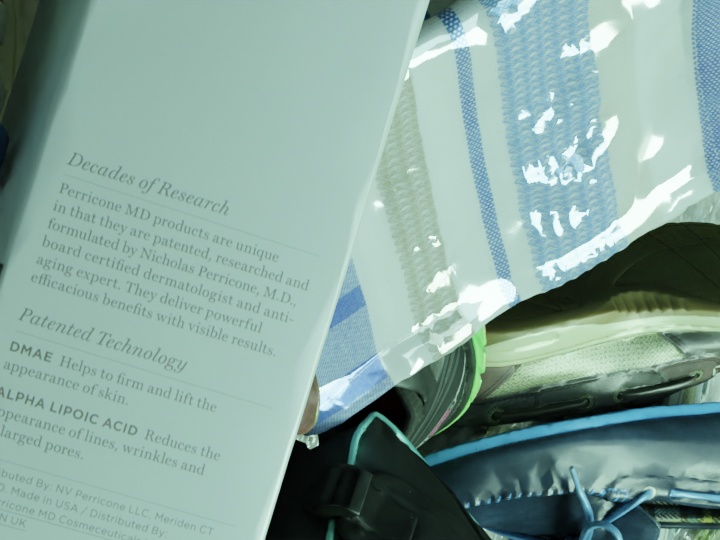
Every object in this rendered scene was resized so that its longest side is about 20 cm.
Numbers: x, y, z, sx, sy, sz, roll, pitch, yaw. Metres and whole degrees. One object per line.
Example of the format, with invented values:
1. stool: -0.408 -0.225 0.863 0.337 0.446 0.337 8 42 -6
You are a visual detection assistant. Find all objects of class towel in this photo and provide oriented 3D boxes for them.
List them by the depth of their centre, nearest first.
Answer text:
1. towel: 0.046 -0.035 0.752 0.200 0.024 0.147 -30 141 -12

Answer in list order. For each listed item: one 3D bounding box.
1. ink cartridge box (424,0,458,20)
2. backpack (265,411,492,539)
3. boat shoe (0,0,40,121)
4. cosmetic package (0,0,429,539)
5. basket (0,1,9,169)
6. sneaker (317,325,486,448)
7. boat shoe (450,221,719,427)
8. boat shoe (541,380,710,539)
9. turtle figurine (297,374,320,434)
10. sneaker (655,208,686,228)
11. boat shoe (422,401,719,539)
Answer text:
1. ink cartridge box: 0.040 -0.176 0.773 0.067 0.116 0.201 -36 131 -47
2. backpack: 0.017 0.180 0.795 0.200 0.153 0.176 37 32 -20
3. boat shoe: -0.070 -0.094 0.687 0.074 0.069 0.201 -19 118 -52
4. cosmetic package: -0.048 -0.021 0.553 0.081 0.113 0.201 16 87 -15
5. basket: -0.167 -0.044 0.501 0.176 0.139 0.201 28 71 -56
6. sneaker: 0.000 0.000 0.827 0.084 0.077 0.200 -51 140 -37
7. boat shoe: 0.114 0.027 0.980 0.200 0.072 0.066 -7 126 -27
8. boat shoe: 0.126 0.087 1.055 0.065 0.074 0.203 15 84 -53
9. turtle figurine: -0.091 0.006 0.634 0.161 0.064 0.201 -7 91 -27
10. sneaker: 0.136 -0.099 1.009 0.200 0.076 0.105 -44 118 -38
11. boat shoe: 0.110 0.095 0.956 0.199 0.084 0.069 -7 81 -17
